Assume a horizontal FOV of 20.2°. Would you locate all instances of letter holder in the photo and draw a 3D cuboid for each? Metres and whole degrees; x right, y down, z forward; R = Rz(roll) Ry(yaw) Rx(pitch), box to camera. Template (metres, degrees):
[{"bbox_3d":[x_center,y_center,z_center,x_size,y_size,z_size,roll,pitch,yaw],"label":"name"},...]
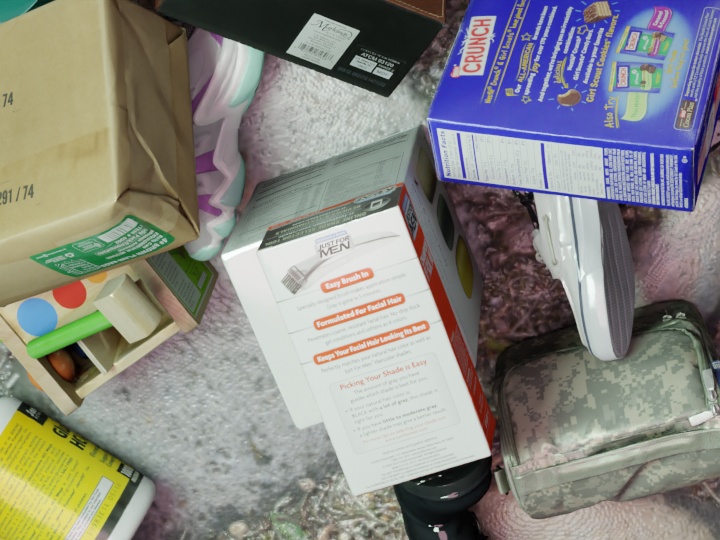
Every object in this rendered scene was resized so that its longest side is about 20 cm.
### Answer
[{"bbox_3d":[-0.041,-0.246,1.560,0.200,0.142,0.101,19,141,-19],"label":"letter holder"}]

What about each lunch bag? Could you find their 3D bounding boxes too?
[{"bbox_3d":[0.208,0.121,1.625,0.199,0.168,0.140,-15,106,10],"label":"lunch bag"}]

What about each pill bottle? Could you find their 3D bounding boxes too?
[{"bbox_3d":[-0.284,0.179,1.722,0.200,0.112,0.113,32,108,-5],"label":"pill bottle"}]

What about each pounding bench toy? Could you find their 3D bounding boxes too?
[{"bbox_3d":[-0.224,0.031,1.621,0.156,0.200,0.124,-35,104,14],"label":"pounding bench toy"}]

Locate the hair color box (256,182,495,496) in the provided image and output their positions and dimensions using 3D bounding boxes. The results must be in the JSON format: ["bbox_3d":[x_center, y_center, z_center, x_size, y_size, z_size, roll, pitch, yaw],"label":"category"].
[{"bbox_3d":[0.014,0.050,1.466,0.111,0.064,0.200,-17,107,12],"label":"hair color box"}]

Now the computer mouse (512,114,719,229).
[{"bbox_3d":[0.195,-0.117,1.619,0.200,0.046,0.140,-41,94,20],"label":"computer mouse"}]

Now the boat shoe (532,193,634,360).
[{"bbox_3d":[0.169,-0.027,1.589,0.067,0.073,0.201,-8,85,28],"label":"boat shoe"}]

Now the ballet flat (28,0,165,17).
[{"bbox_3d":[-0.195,-0.215,1.613,0.200,0.068,0.068,-30,112,14],"label":"ballet flat"}]

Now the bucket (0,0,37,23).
[{"bbox_3d":[-0.294,-0.296,1.558,0.206,0.135,0.208,1,107,5],"label":"bucket"}]

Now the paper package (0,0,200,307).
[{"bbox_3d":[-0.231,-0.091,1.518,0.200,0.103,0.191,-18,67,29],"label":"paper package"}]

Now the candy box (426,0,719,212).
[{"bbox_3d":[0.167,-0.136,1.520,0.199,0.169,0.077,9,140,16],"label":"candy box"}]

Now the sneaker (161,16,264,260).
[{"bbox_3d":[-0.161,-0.111,1.619,0.139,0.078,0.201,6,100,-19],"label":"sneaker"}]

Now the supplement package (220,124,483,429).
[{"bbox_3d":[0.000,0.000,1.589,0.150,0.200,0.152,-20,105,11],"label":"supplement package"}]

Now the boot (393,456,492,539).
[{"bbox_3d":[0.081,0.213,1.660,0.076,0.200,0.169,-25,103,-12],"label":"boot"}]
